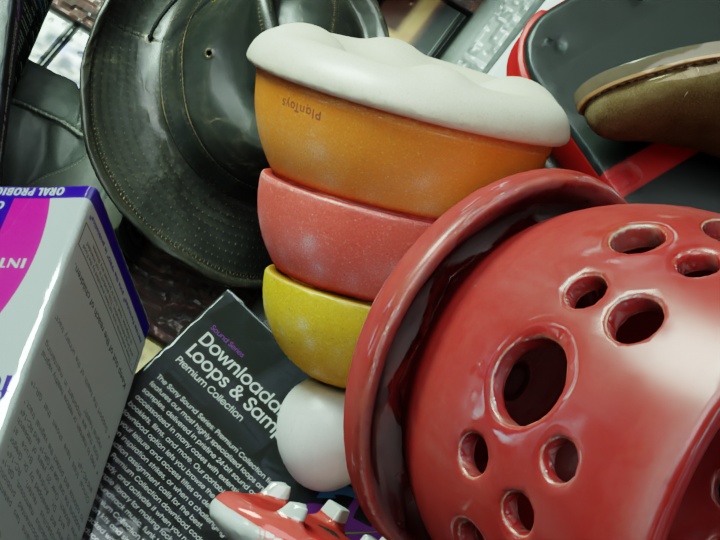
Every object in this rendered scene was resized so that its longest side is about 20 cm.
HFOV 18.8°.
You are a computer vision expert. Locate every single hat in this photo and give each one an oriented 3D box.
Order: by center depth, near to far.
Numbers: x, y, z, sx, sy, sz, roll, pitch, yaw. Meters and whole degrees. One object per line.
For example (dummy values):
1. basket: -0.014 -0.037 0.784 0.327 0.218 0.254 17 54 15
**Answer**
1. hat: -0.035 -0.093 1.045 0.200 0.081 0.202 8 77 -38

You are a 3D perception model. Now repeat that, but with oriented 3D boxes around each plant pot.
1. plant pot: 0.110 0.065 0.874 0.200 0.201 0.182 -42 44 -20

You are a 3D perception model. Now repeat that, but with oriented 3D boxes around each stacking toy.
1. stacking toy: 0.000 0.000 0.960 0.145 0.146 0.201 16 100 6

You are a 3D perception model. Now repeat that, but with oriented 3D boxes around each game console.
1. game console: 0.186 -0.082 1.008 0.200 0.031 0.177 -30 74 -15

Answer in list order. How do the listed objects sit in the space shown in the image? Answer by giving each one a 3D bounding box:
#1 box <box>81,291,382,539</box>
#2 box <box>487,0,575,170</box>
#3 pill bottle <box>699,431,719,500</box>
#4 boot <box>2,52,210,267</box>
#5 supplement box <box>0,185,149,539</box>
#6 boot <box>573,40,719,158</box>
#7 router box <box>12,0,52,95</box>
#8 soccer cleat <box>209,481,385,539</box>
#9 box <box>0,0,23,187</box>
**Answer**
1. box: -0.078 0.124 0.988 0.143 0.036 0.200 43 67 10
2. box: 0.166 -0.053 1.064 0.200 0.106 0.152 33 67 14
3. pill bottle: 0.231 0.146 0.965 0.112 0.112 0.200 -38 71 -18
4. boot: -0.177 -0.102 1.106 0.199 0.073 0.182 21 63 16
5. supplement box: -0.171 0.068 0.922 0.101 0.104 0.201 1 50 14
6. boot: 0.193 -0.057 0.948 0.199 0.074 0.076 2 78 -6
7. router box: -0.260 -0.124 1.046 0.199 0.062 0.150 14 68 8
8. soccer cleat: 0.009 0.165 0.936 0.200 0.069 0.085 35 88 -20
9. box: -0.254 -0.113 0.979 0.199 0.036 0.144 4 66 -4
